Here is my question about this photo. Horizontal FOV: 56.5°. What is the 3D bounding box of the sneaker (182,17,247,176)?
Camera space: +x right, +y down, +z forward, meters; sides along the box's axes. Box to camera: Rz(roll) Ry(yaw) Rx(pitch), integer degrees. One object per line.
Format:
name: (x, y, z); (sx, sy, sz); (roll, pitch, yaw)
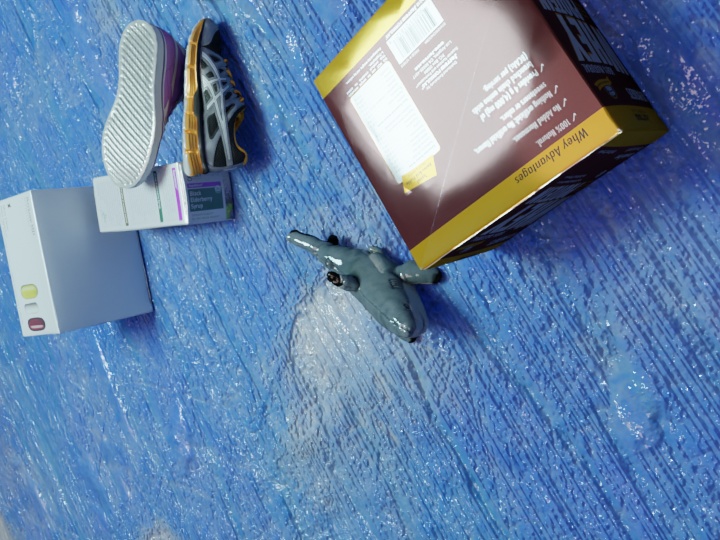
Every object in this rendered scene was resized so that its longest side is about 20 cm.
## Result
sneaker: (-0.178, -0.210, 0.821); (0.078, 0.077, 0.201); (148, 121, -74)

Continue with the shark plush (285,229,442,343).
shark plush: (0.000, 0.000, 0.713); (0.200, 0.083, 0.091); (45, 123, 22)

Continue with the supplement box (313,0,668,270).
supplement box: (0.105, -0.141, 0.571); (0.197, 0.133, 0.201); (-37, 76, 36)

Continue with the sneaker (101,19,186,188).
sneaker: (-0.258, -0.200, 0.853); (0.072, 0.114, 0.201); (15, 95, 12)

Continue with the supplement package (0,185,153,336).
supplement package: (-0.420, -0.017, 0.992); (0.111, 0.155, 0.201); (-8, 94, 38)

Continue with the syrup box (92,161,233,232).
syrup box: (-0.269, -0.098, 0.906); (0.199, 0.079, 0.082); (0, 99, 38)
